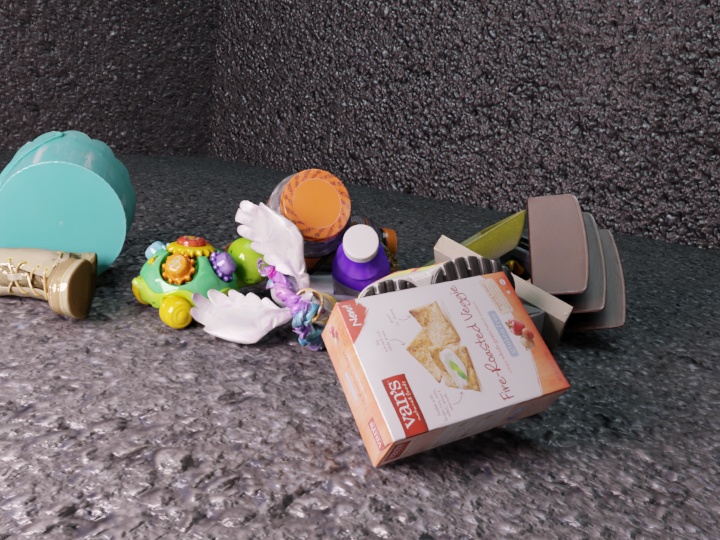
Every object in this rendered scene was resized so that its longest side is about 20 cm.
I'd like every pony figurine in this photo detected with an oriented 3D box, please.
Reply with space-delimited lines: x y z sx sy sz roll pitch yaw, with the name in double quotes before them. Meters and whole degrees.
"pony figurine" -0.086 0.026 0.829 0.190 0.170 0.200 23 -1 15

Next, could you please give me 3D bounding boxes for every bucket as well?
"bucket" -0.431 -0.089 0.971 0.203 0.212 0.135 3 21 -18

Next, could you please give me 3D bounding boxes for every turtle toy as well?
"turtle toy" -0.211 0.006 0.900 0.197 0.103 0.145 -2 16 -39

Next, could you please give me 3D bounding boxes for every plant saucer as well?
"plant saucer" 0.177 -0.019 1.134 0.197 0.049 0.200 -30 -1 -14

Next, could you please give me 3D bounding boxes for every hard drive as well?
"hard drive" -0.015 0.030 1.099 0.196 0.026 0.132 3 13 -21

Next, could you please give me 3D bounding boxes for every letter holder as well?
"letter holder" 0.336 -0.015 1.033 0.139 0.101 0.203 -5 49 17

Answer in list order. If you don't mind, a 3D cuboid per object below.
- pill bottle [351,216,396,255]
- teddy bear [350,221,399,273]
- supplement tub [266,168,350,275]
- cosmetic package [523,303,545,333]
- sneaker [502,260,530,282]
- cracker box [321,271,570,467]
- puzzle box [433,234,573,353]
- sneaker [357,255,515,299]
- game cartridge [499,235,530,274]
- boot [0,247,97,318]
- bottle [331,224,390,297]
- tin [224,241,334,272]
"pill bottle" -0.031 -0.051 1.266 0.195 0.109 0.106 4 13 -17
"teddy bear" 0.005 -0.031 1.124 0.145 0.067 0.200 46 8 -3
"supplement tub" -0.085 -0.065 0.967 0.120 0.125 0.200 4 -16 -17
"cosmetic package" 0.128 0.068 0.874 0.105 0.092 0.198 -8 23 -44
"sneaker" 0.257 0.018 1.190 0.077 0.084 0.198 -5 17 -44
"cracker box" 0.078 0.083 0.616 0.196 0.058 0.136 -10 58 -27
"puzzle box" 0.191 0.034 0.919 0.198 0.026 0.134 32 -15 19
"sneaker" 0.084 0.024 0.780 0.195 0.080 0.090 -5 4 -10
"game cartridge" 0.334 0.011 1.174 0.198 0.042 0.134 30 -19 39
"boot" -0.414 0.010 0.822 0.152 0.075 0.200 4 11 -17
"bottle" 0.000 0.000 0.929 0.082 0.066 0.201 18 -21 8
"tin" -0.132 -0.020 1.125 0.196 0.043 0.112 3 -18 -23
